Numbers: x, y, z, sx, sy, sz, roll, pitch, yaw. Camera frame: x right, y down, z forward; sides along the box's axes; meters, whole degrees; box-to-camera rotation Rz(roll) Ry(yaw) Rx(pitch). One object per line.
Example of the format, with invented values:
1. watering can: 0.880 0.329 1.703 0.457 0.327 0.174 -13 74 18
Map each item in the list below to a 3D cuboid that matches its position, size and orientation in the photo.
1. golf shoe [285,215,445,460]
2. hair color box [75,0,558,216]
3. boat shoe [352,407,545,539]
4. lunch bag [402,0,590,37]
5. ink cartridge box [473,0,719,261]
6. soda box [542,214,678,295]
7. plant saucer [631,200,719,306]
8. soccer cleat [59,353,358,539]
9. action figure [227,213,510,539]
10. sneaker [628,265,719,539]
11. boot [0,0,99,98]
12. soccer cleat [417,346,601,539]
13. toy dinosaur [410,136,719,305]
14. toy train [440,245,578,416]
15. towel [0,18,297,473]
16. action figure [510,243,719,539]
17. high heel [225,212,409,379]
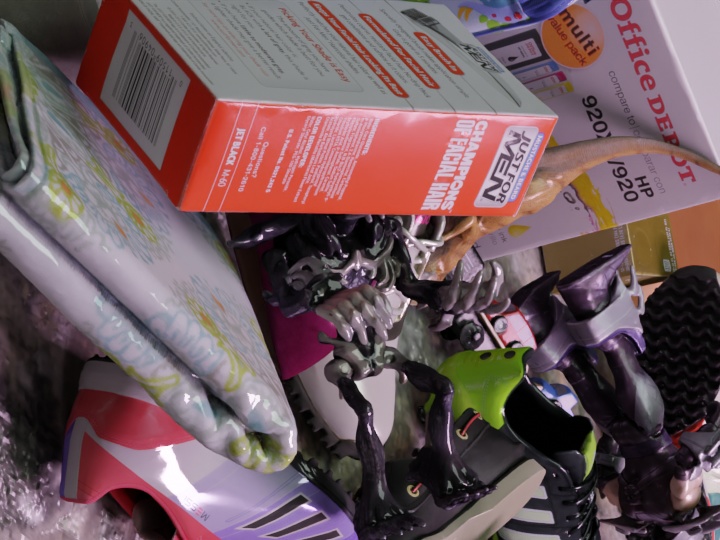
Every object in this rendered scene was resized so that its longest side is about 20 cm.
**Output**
1. golf shoe: 0.000 0.000 1.403 0.077 0.088 0.201 7 73 -58
2. hair color box: -0.020 -0.080 1.245 0.199 0.064 0.111 -1 35 -36
3. boat shoe: 0.020 0.139 1.407 0.063 0.074 0.201 42 42 13
4. lunch bag: 0.057 -0.187 1.456 0.083 0.199 0.161 62 34 -22
5. ink cartridge box: 0.126 -0.112 1.535 0.148 0.199 0.145 65 33 -16
6. soda box: 0.146 -0.087 1.686 0.068 0.064 0.201 3 75 -58
7. plant saucer: 0.217 -0.022 1.797 0.200 0.037 0.201 29 53 -50
8. soccer cleat: -0.073 0.109 1.277 0.200 0.068 0.073 37 66 -46
9. action figure: 0.012 0.022 1.278 0.119 0.102 0.201 -17 92 -36
10. sneaker: 0.214 0.092 1.698 0.093 0.070 0.201 -19 112 -64
11. boot: -0.134 -0.170 1.216 0.200 0.130 0.068 63 34 -19
12. soccer cleat: 0.109 0.127 1.526 0.200 0.081 0.068 58 36 -27
13. toy dinosaur: 0.093 -0.054 1.451 0.106 0.200 0.061 52 18 -34
14. toy train: 0.078 0.039 1.543 0.046 0.034 0.200 -40 118 -15
15. towel: -0.112 -0.011 1.190 0.200 0.048 0.171 46 11 -29
16. action figure: 0.167 0.090 1.604 0.069 0.130 0.201 -35 102 -39
17. high heel: -0.075 -0.036 1.331 0.200 0.096 0.067 40 -1 -10
